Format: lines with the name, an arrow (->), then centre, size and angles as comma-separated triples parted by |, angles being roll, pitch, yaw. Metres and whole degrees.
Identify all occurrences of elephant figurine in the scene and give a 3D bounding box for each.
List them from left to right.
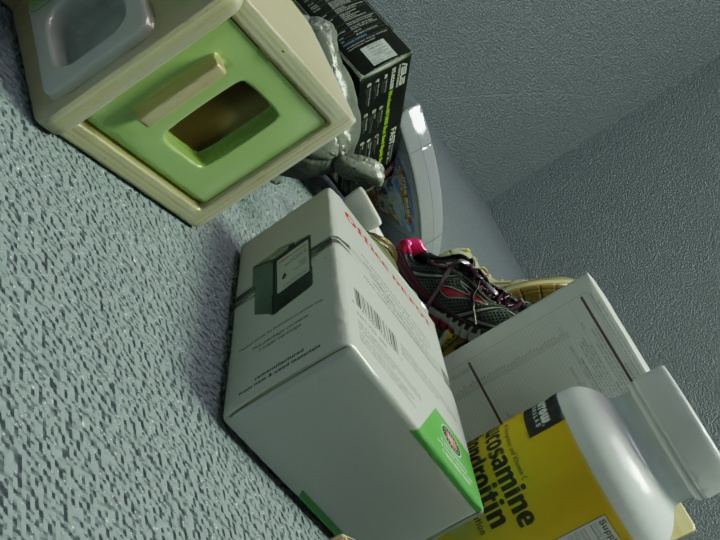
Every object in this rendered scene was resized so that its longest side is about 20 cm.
elephant figurine -> -0.071, -0.148, 0.745 | 0.200, 0.141, 0.156 | -137, -139, -77

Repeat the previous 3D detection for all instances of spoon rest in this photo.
spoon rest -> -0.007, -0.032, 0.878 | 0.100, 0.060, 0.200 | 62, -1, 10

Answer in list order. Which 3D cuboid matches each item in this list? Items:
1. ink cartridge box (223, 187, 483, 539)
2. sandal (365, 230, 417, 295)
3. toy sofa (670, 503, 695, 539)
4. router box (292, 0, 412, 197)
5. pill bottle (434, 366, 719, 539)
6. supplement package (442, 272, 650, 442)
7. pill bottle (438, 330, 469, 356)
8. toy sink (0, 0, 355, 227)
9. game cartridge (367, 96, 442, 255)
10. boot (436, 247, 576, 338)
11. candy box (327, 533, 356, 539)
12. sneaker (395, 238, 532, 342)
ink cartridge box -> -0.007, 0.059, 0.560 | 0.146, 0.084, 0.200 | 52, 14, -25
sandal -> -0.001, 0.000, 0.731 | 0.201, 0.079, 0.058 | 49, 36, -72
toy sofa -> 0.193, 0.229, 0.748 | 0.200, 0.097, 0.083 | 90, -22, -58
router box -> -0.026, -0.186, 0.872 | 0.150, 0.062, 0.200 | 51, -21, 20
pill bottle -> 0.125, 0.145, 0.563 | 0.112, 0.200, 0.112 | 54, 12, -18
supplement package -> 0.127, 0.107, 0.696 | 0.114, 0.199, 0.109 | 63, 14, 20
pill bottle -> 0.126, 0.117, 0.876 | 0.112, 0.112, 0.200 | 56, 12, -7
toy sink -> -0.113, -0.131, 0.501 | 0.200, 0.130, 0.112 | 42, 21, -55
game cartridge -> 0.036, -0.105, 0.974 | 0.133, 0.041, 0.201 | 42, -29, 47
boot -> 0.159, 0.023, 1.055 | 0.155, 0.199, 0.072 | -100, 177, -64
candy box -> 0.028, 0.224, 0.369 | 0.117, 0.056, 0.200 | 42, 19, -50
sneaker -> 0.107, 0.025, 0.842 | 0.080, 0.199, 0.075 | -13, 115, -56
